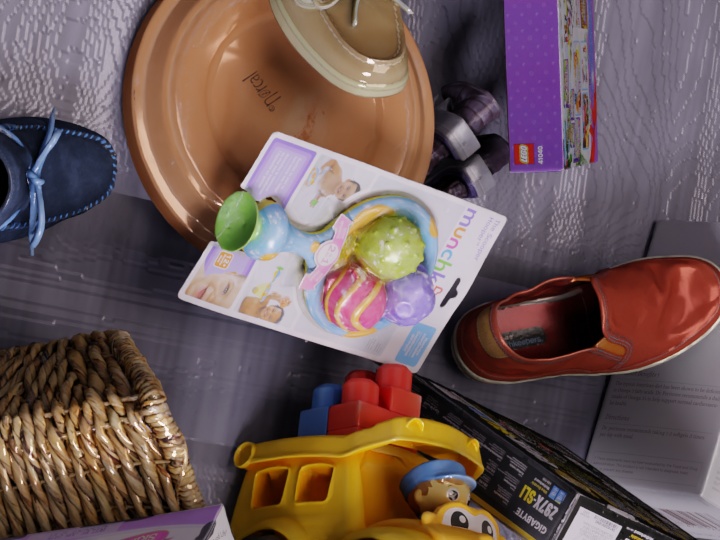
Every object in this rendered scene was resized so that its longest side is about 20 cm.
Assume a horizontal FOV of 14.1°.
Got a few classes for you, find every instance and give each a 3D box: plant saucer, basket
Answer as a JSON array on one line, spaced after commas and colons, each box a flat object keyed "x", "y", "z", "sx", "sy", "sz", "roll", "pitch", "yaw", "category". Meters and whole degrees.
[{"x": -0.045, "y": -0.097, "z": 1.739, "sx": 0.199, "sy": 0.032, "sz": 0.201, "roll": 4, "pitch": 80, "yaw": -24, "category": "plant saucer"}, {"x": -0.121, "y": 0.132, "z": 1.614, "sx": 0.143, "sy": 0.148, "sz": 0.201, "roll": -57, "pitch": 130, "yaw": -60, "category": "basket"}]

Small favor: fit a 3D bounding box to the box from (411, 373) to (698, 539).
[{"x": 0.121, "y": 0.142, "z": 1.825, "sx": 0.159, "sy": 0.200, "sz": 0.049, "roll": 25, "pitch": 96, "yaw": -40, "category": "box"}]

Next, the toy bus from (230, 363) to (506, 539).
[{"x": 0.015, "y": 0.145, "z": 1.738, "sx": 0.135, "sy": 0.200, "sz": 0.193, "roll": 24, "pitch": 68, "yaw": -40, "category": "toy bus"}]

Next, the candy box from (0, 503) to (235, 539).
[{"x": -0.128, "y": 0.236, "z": 1.540, "sx": 0.072, "sy": 0.167, "sz": 0.201, "roll": -63, "pitch": 140, "yaw": -62, "category": "candy box"}]

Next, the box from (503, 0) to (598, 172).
[{"x": 0.122, "y": -0.165, "z": 1.881, "sx": 0.137, "sy": 0.039, "sz": 0.201, "roll": -15, "pitch": 103, "yaw": -75, "category": "box"}]

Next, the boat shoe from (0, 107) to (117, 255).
[{"x": -0.210, "y": -0.042, "z": 1.606, "sx": 0.200, "sy": 0.069, "sz": 0.085, "roll": -16, "pitch": 102, "yaw": -41, "category": "boat shoe"}]

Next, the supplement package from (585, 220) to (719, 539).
[{"x": 0.253, "y": 0.077, "z": 1.999, "sx": 0.117, "sy": 0.117, "sz": 0.201, "roll": 29, "pitch": 73, "yaw": -38, "category": "supplement package"}]

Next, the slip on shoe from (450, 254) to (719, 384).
[{"x": 0.158, "y": 0.031, "z": 1.906, "sx": 0.199, "sy": 0.061, "sz": 0.074, "roll": -10, "pitch": 77, "yaw": -22, "category": "slip on shoe"}]

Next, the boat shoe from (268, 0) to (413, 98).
[{"x": -0.019, "y": -0.193, "z": 1.715, "sx": 0.073, "sy": 0.063, "sz": 0.201, "roll": -8, "pitch": 61, "yaw": -32, "category": "boat shoe"}]

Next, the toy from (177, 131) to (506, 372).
[{"x": 0.000, "y": 0.000, "z": 1.715, "sx": 0.200, "sy": 0.047, "sz": 0.115, "roll": 20, "pitch": 107, "yaw": -39, "category": "toy"}]

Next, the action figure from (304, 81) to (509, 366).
[{"x": 0.017, "y": -0.027, "z": 1.819, "sx": 0.200, "sy": 0.069, "sz": 0.130, "roll": -47, "pitch": 127, "yaw": -27, "category": "action figure"}]
